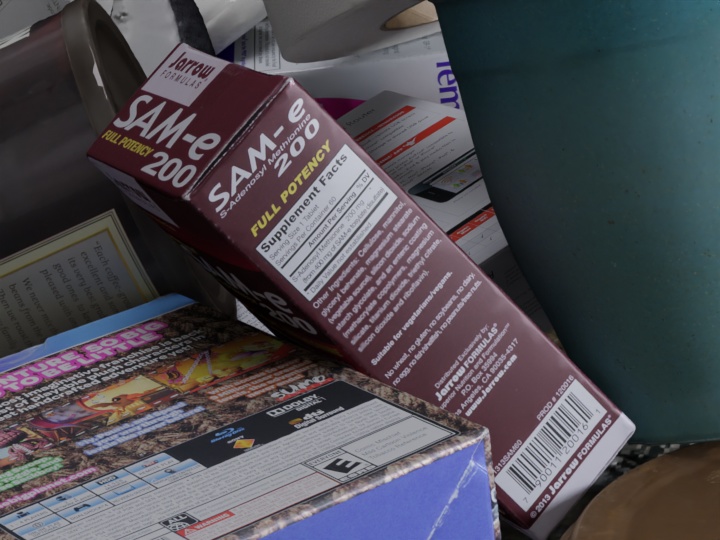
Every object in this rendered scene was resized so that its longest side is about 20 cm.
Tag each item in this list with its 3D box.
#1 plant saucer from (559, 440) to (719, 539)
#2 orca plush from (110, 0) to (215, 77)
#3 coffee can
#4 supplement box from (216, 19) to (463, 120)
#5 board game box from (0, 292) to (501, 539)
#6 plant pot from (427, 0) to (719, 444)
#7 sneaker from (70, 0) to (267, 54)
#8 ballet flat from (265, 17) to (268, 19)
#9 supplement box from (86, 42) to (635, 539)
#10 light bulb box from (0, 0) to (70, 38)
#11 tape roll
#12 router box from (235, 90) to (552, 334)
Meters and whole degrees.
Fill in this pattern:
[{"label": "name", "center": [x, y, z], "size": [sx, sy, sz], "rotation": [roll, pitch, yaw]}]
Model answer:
[{"label": "plant saucer", "center": [0.160, 0.101, 0.924], "size": [0.199, 0.030, 0.200], "rotation": [-6, 21, 2]}, {"label": "orca plush", "center": [-0.104, -0.069, 1.264], "size": [0.105, 0.201, 0.071], "rotation": [-19, -8, 2]}, {"label": "coffee can", "center": [-0.169, -0.004, 1.074], "size": [0.199, 0.147, 0.146], "rotation": [-24, 20, 4]}, {"label": "supplement box", "center": [0.031, -0.075, 1.323], "size": [0.199, 0.102, 0.103], "rotation": [-8, 21, 0]}, {"label": "board game box", "center": [-0.071, 0.097, 0.914], "size": [0.159, 0.097, 0.200], "rotation": [-20, 24, -30]}, {"label": "plant pot", "center": [0.139, -0.037, 1.023], "size": [0.199, 0.189, 0.200], "rotation": [-11, 6, 1]}, {"label": "sneaker", "center": [-0.131, -0.141, 1.339], "size": [0.199, 0.089, 0.075], "rotation": [-1, 33, 46]}, {"label": "ballet flat", "center": [-0.054, -0.159, 1.374], "size": [0.069, 0.070, 0.200], "rotation": [-15, -16, -19]}, {"label": "supplement box", "center": [0.000, 0.008, 0.974], "size": [0.061, 0.200, 0.109], "rotation": [-49, 25, -8]}, {"label": "light bulb box", "center": [-0.248, -0.093, 1.251], "size": [0.124, 0.199, 0.200], "rotation": [12, 51, 43]}, {"label": "tape roll", "center": [0.053, -0.144, 1.189], "size": [0.202, 0.037, 0.203], "rotation": [-19, -3, -1]}, {"label": "router box", "center": [0.000, 0.000, 1.155], "size": [0.200, 0.049, 0.179], "rotation": [-33, 31, -26]}]
